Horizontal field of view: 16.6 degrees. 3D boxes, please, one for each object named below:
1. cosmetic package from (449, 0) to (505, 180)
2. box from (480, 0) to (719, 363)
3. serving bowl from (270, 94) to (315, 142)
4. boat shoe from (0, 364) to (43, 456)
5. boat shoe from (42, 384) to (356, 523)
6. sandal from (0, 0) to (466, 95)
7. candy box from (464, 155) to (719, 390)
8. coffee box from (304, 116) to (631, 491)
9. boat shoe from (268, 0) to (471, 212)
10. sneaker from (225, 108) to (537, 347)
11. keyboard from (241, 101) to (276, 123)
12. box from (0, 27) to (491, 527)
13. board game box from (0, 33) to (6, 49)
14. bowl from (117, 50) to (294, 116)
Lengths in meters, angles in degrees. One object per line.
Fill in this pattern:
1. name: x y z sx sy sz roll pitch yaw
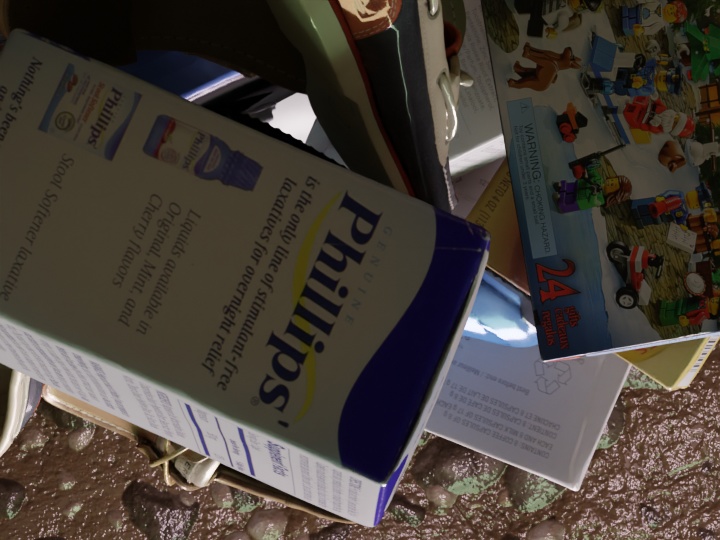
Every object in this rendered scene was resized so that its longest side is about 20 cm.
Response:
1. cosmetic package: 0.090 -0.106 1.152 0.199 0.075 0.102 -24 177 17
2. box: 0.124 -0.073 1.003 0.135 0.202 0.038 -10 177 9
3. serving bowl: -0.048 -0.096 1.578 0.198 0.066 0.200 -9 178 0
4. boat shoe: -0.193 0.010 1.229 0.071 0.063 0.201 4 135 4
5. boat shoe: -0.079 0.083 1.316 0.198 0.067 0.074 14 144 -7
6. sandal: -0.060 -0.120 1.022 0.210 0.078 0.070 -1 -154 -31
7. candy box: 0.143 -0.063 1.050 0.116 0.201 0.056 35 -172 12
8. coffee box: 0.064 -0.017 1.323 0.198 0.201 0.198 22 -178 4
9. boat shoe: 0.013 -0.080 0.974 0.062 0.071 0.200 -37 146 -9
10. sneaker: 0.000 0.000 1.180 0.199 0.079 0.066 27 -170 -20
11. keyboard: -0.121 -0.044 1.144 0.056 0.011 0.199 -19 -177 44
12. box: -0.060 0.009 0.980 0.199 0.106 0.184 24 170 3
13. board game box: -0.183 -0.100 1.099 0.134 0.035 0.200 -11 179 2
14. bowl: -0.075 -0.091 1.156 0.199 0.040 0.201 -25 178 -1
